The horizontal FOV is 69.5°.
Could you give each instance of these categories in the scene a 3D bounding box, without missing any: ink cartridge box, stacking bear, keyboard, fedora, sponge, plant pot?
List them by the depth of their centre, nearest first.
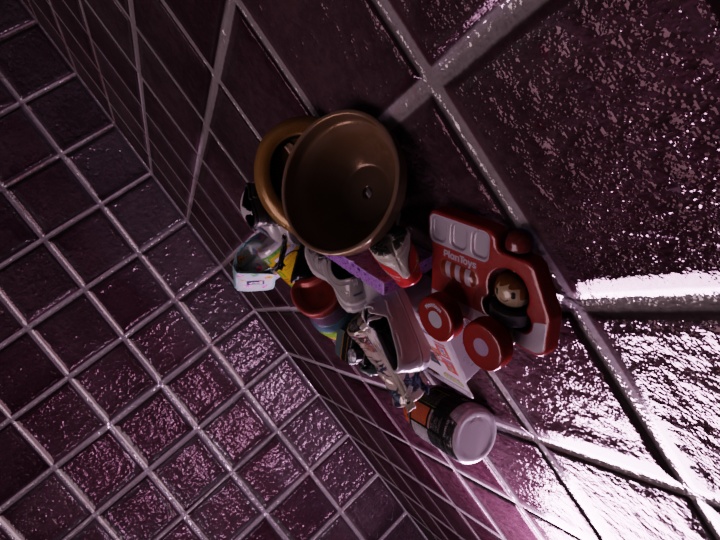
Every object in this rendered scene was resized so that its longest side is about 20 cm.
[{"bbox_3d":[-0.010,-0.119,0.751,0.201,0.202,0.092,41,-161,28],"label":"plant pot"},{"bbox_3d":[-0.078,-0.155,0.866,0.201,0.200,0.082,52,-164,-2],"label":"fedora"},{"bbox_3d":[0.016,-0.034,0.876,0.200,0.111,0.030,34,141,41],"label":"sponge"},{"bbox_3d":[0.129,0.103,0.907,0.200,0.084,0.176,25,147,54],"label":"ink cartridge box"},{"bbox_3d":[-0.115,-0.046,1.059,0.021,0.126,0.201,59,144,34],"label":"keyboard"},{"bbox_3d":[-0.045,0.098,1.115,0.200,0.121,0.114,54,-169,-47],"label":"stacking bear"}]

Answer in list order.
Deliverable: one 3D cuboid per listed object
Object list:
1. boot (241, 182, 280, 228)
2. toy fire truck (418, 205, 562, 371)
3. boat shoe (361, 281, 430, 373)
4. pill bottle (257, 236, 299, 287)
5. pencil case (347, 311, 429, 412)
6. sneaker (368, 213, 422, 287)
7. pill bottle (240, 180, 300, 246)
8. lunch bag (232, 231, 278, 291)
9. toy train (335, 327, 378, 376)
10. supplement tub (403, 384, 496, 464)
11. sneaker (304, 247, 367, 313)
[{"bbox_3d":[-0.149,-0.144,0.947,0.201,0.130,0.068,-105,34,-44],"label":"boot"},{"bbox_3d":[0.163,0.017,0.664,0.199,0.112,0.169,28,132,47],"label":"toy fire truck"},{"bbox_3d":[0.039,0.075,0.831,0.072,0.068,0.201,-56,49,48],"label":"boat shoe"},{"bbox_3d":[-0.143,-0.011,1.266,0.200,0.111,0.111,46,164,-21],"label":"pill bottle"},{"bbox_3d":[0.050,0.155,0.935,0.201,0.077,0.089,59,178,-21],"label":"pencil case"},{"bbox_3d":[0.048,-0.028,0.781,0.085,0.077,0.200,58,-171,-19],"label":"sneaker"},{"bbox_3d":[-0.168,-0.124,1.131,0.199,0.119,0.120,30,152,47],"label":"pill bottle"},{"bbox_3d":[-0.252,-0.026,1.377,0.122,0.200,0.170,49,160,5],"label":"lunch bag"},{"bbox_3d":[0.044,0.151,1.058,0.114,0.199,0.086,24,111,50],"label":"toy train"},{"bbox_3d":[0.184,0.321,1.117,0.123,0.122,0.200,58,161,-19],"label":"supplement tub"},{"bbox_3d":[-0.041,-0.015,0.951,0.200,0.074,0.082,46,152,40],"label":"sneaker"}]
